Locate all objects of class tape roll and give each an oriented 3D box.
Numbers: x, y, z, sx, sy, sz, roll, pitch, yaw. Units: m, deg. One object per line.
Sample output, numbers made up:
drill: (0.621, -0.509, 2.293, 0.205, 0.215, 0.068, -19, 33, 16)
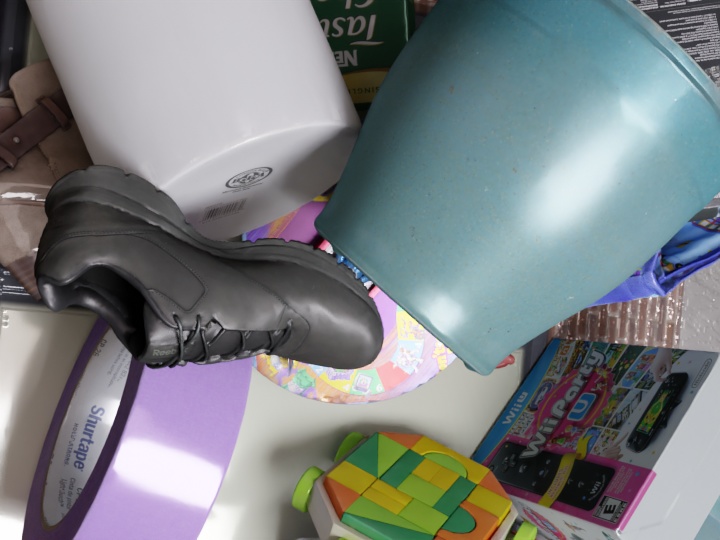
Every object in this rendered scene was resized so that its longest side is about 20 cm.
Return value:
tape roll: (-0.140, 0.101, 0.691, 0.065, 0.200, 0.201, 23, 81, -23)

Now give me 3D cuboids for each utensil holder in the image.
utensil holder: (-0.105, -0.136, 0.691, 0.169, 0.170, 0.201, -19, 76, -23)

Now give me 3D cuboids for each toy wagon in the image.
toy wagon: (0.031, 0.176, 0.770, 0.200, 0.155, 0.040, -28, 139, -62)

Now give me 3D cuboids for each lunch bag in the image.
lunch bag: (0.210, -0.029, 0.858, 0.200, 0.150, 0.094, -38, 105, -31)

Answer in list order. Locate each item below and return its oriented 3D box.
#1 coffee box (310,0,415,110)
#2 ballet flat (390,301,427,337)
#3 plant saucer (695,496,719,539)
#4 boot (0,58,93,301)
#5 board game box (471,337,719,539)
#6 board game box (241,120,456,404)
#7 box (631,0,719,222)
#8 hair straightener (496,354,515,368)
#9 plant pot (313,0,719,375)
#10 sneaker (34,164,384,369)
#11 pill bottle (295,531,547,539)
coffee box: (-0.023, -0.212, 0.801, 0.122, 0.044, 0.201, -2, 92, 8)
ballet flat: (0.040, -0.054, 0.821, 0.066, 0.067, 0.201, 6, 70, 1)
plant saucer: (0.258, 0.237, 0.904, 0.199, 0.201, 0.027, 1, 133, -24)
boot: (-0.176, -0.073, 0.753, 0.200, 0.070, 0.147, -23, 88, -34)
board game box: (0.182, 0.131, 0.836, 0.064, 0.200, 0.148, 42, 74, -18)
board game box: (0.000, 0.000, 0.764, 0.157, 0.039, 0.201, -4, 102, -5)
box: (0.165, -0.107, 0.761, 0.199, 0.044, 0.161, -9, 80, -2)
hair straightener: (0.042, 0.003, 0.870, 0.199, 0.041, 0.077, 27, 65, -17)
plant pot: (0.080, -0.052, 0.640, 0.200, 0.200, 0.188, 41, 92, -19)
sneaker: (-0.082, 0.021, 0.605, 0.199, 0.076, 0.091, 20, 41, -12)
pill bottle: (0.045, 0.246, 0.822, 0.199, 0.114, 0.115, 7, 87, -25)
